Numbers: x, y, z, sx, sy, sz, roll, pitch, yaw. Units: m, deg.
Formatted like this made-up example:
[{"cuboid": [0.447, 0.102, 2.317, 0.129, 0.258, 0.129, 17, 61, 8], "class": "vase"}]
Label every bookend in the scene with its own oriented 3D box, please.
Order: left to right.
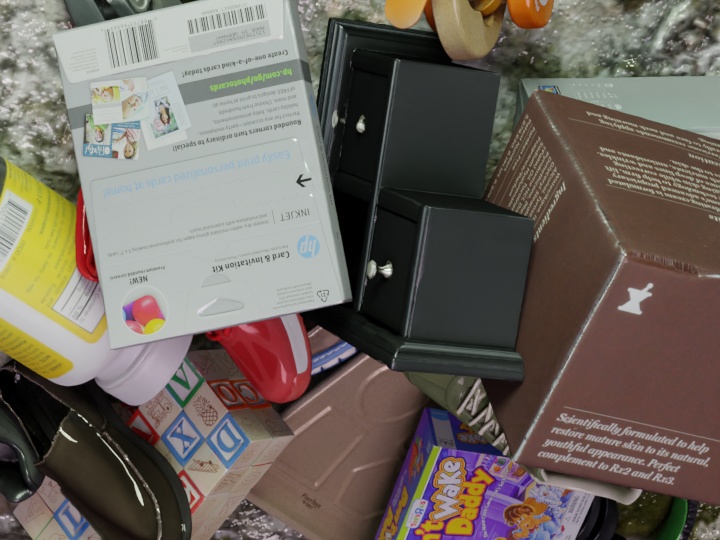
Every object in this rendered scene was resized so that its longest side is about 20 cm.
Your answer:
[{"cuboid": [0.039, -0.050, 1.359, 0.091, 0.200, 0.201, 6, 99, -22], "class": "bookend"}]

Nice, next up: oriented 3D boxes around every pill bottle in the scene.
[{"cuboid": [-0.214, 0.010, 1.444, 0.199, 0.112, 0.111, 35, 110, -27], "class": "pill bottle"}]

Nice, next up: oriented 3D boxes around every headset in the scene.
[{"cuboid": [0.170, 0.209, 1.680, 0.199, 0.094, 0.124, -31, 125, -9], "class": "headset"}]

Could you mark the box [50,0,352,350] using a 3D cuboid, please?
[{"cuboid": [-0.098, -0.064, 1.322, 0.154, 0.041, 0.202, -12, 88, 10], "class": "box"}]

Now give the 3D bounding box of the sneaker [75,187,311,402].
[{"cuboid": [-0.123, 0.015, 1.407, 0.115, 0.201, 0.078, -25, 166, -40], "class": "sneaker"}]

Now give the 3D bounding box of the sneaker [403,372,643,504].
[{"cuboid": [0.120, 0.102, 1.476, 0.199, 0.090, 0.067, 23, 119, -10], "class": "sneaker"}]

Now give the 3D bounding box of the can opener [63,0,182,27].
[{"cuboid": [-0.126, -0.136, 1.414, 0.066, 0.054, 0.201, -8, 131, 35], "class": "can opener"}]

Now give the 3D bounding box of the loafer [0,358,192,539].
[{"cuboid": [-0.195, 0.136, 1.479, 0.071, 0.200, 0.073, -7, 138, -53], "class": "loafer"}]

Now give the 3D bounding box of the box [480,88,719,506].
[{"cuboid": [0.174, 0.016, 1.368, 0.164, 0.201, 0.165, 14, 120, -22], "class": "box"}]

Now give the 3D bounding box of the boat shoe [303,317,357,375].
[{"cuboid": [0.000, 0.000, 1.506, 0.199, 0.072, 0.073, -36, 112, -2], "class": "boat shoe"}]

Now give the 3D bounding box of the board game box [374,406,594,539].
[{"cuboid": [0.083, 0.201, 1.573, 0.133, 0.045, 0.201, 10, 123, -15], "class": "board game box"}]

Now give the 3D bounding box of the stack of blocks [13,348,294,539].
[{"cuboid": [-0.152, 0.148, 1.532, 0.200, 0.115, 0.058, -50, 157, 23], "class": "stack of blocks"}]

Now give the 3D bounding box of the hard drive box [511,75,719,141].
[{"cuboid": [0.207, -0.053, 1.502, 0.198, 0.077, 0.157, -2, 123, -9], "class": "hard drive box"}]

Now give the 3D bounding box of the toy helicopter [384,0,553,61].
[{"cuboid": [0.057, -0.232, 1.341, 0.078, 0.132, 0.202, 1, 109, 28], "class": "toy helicopter"}]

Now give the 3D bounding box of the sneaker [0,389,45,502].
[{"cuboid": [-0.304, 0.101, 1.499, 0.199, 0.091, 0.076, 23, 118, -21], "class": "sneaker"}]

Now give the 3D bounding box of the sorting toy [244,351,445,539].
[{"cuboid": [0.017, 0.121, 1.585, 0.200, 0.037, 0.185, -41, 136, 11], "class": "sorting toy"}]
